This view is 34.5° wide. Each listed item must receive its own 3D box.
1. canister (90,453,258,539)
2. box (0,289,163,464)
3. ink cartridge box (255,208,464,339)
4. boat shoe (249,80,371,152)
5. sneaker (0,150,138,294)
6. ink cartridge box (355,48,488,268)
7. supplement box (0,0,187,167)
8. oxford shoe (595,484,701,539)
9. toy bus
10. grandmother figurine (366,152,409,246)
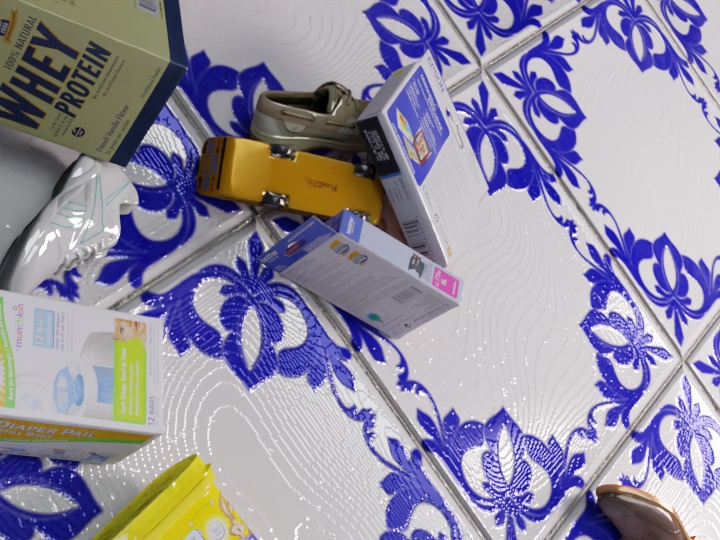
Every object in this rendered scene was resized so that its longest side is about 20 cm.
[{"bbox_3d":[-0.139,0.287,1.018,0.200,0.086,0.148,53,46,-6],"label":"canister"},{"bbox_3d":[-0.280,0.092,0.992,0.199,0.101,0.113,14,59,-34],"label":"box"},{"bbox_3d":[0.000,0.000,1.254,0.199,0.119,0.042,28,54,-25],"label":"ink cartridge box"},{"bbox_3d":[-0.031,-0.180,1.331,0.199,0.065,0.072,-6,39,-29],"label":"boat shoe"},{"bbox_3d":[-0.271,-0.035,1.089,0.080,0.070,0.201,42,48,-18],"label":"sneaker"},{"bbox_3d":[0.076,-0.131,1.350,0.199,0.047,0.200,64,28,-20],"label":"ink cartridge box"},{"bbox_3d":[-0.289,-0.237,1.098,0.199,0.134,0.201,18,39,-31],"label":"supplement box"},{"bbox_3d":[0.356,0.332,1.407,0.200,0.071,0.073,40,54,-16],"label":"oxford shoe"},{"bbox_3d":[-0.071,-0.095,1.264,0.199,0.078,0.066,10,87,-34],"label":"toy bus"},{"bbox_3d":[0.038,-0.085,1.376,0.121,0.060,0.201,33,42,-57],"label":"grandmother figurine"}]
